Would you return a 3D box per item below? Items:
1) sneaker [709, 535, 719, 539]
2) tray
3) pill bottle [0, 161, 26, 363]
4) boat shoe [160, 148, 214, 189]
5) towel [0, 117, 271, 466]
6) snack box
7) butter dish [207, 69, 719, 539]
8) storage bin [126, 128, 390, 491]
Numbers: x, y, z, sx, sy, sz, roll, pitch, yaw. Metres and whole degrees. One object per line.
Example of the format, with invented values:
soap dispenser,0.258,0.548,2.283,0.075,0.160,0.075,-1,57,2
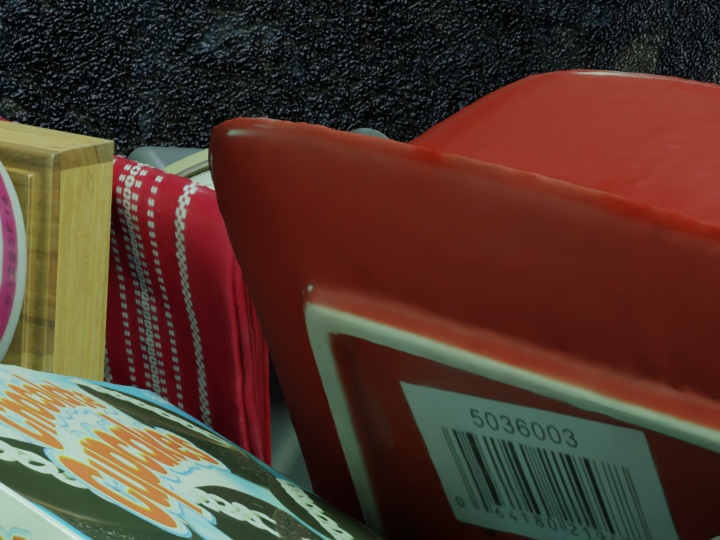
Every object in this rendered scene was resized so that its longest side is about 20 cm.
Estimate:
sneaker,0.133,0.109,0.416,0.114,0.077,0.199,21,0,-32
tray,-0.175,-0.007,0.785,0.199,0.099,0.037,11,15,28
pill bottle,-0.186,-0.012,0.641,0.113,0.114,0.200,17,-1,22
boat shoe,0.000,0.000,0.843,0.199,0.075,0.068,-2,32,-37
towel,-0.114,0.015,0.805,0.199,0.145,0.022,18,36,26
snack box,-0.041,0.060,0.475,0.116,0.037,0.200,30,2,16
butter dish,0.089,0.026,0.570,0.199,0.148,0.200,17,-41,35
storage bin,-0.028,0.036,0.963,0.134,0.146,0.200,6,32,-44
